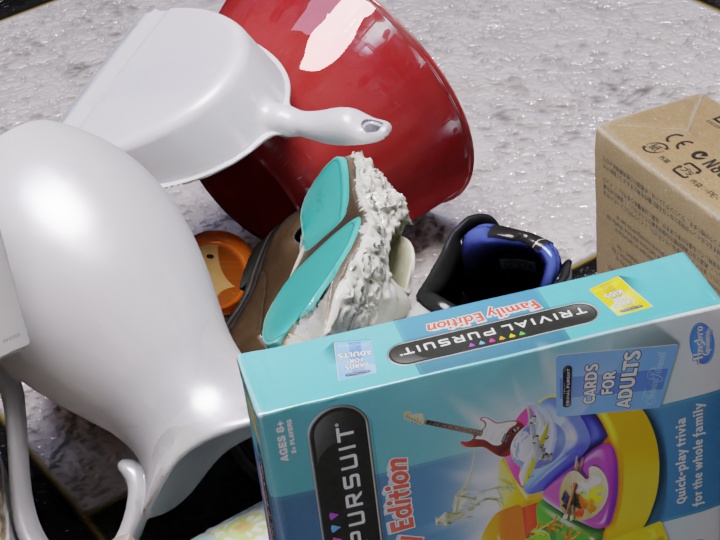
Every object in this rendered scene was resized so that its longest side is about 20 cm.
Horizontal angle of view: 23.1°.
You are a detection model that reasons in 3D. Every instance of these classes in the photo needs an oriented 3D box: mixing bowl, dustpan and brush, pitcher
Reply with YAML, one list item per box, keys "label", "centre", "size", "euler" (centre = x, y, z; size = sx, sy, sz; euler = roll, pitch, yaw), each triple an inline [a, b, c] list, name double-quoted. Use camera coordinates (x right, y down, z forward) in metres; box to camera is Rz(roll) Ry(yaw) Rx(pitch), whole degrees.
- label: "mixing bowl"
  centre: [-0.039, -0.085, 1.111]
  size: [0.200, 0.201, 0.108]
  euler: [23, 60, 39]
- label: "dustpan and brush"
  centre: [-0.072, -0.092, 0.996]
  size: [0.199, 0.057, 0.140]
  euler: [1, 48, 39]
- label: "pitcher"
  centre: [-0.143, 0.040, 0.891]
  size: [0.171, 0.121, 0.200]
  euler: [-41, 79, 0]

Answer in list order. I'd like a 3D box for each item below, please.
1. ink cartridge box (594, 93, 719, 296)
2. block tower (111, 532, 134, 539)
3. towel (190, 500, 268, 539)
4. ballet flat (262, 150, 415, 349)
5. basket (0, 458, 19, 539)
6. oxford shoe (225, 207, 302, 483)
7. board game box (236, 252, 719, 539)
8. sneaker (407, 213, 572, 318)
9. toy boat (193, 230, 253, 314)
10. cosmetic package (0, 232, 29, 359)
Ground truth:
- label: "ink cartridge box"
  centre: [0.200, 0.026, 0.889]
  size: [0.075, 0.165, 0.200]
  euler: [-19, 35, -19]
- label: "block tower"
  centre: [-0.176, 0.178, 0.736]
  size: [0.199, 0.054, 0.058]
  euler: [-23, 20, 10]
- label: "towel"
  centre: [0.028, 0.156, 0.847]
  size: [0.171, 0.048, 0.200]
  euler: [-22, 35, -24]
- label: "ballet flat"
  centre: [0.000, 0.000, 0.891]
  size: [0.071, 0.072, 0.200]
  euler: [-4, 27, 8]
- label: "basket"
  centre: [-0.247, 0.108, 0.867]
  size: [0.135, 0.124, 0.200]
  euler: [-15, 17, -9]
- label: "oxford shoe"
  centre: [-0.033, 0.031, 0.972]
  size: [0.072, 0.084, 0.201]
  euler: [27, 43, -22]
- label: "board game box"
  centre: [0.057, 0.088, 0.763]
  size: [0.199, 0.152, 0.047]
  euler: [-13, 33, -9]
- label: "sneaker"
  centre: [0.082, 0.035, 0.885]
  size: [0.080, 0.116, 0.199]
  euler: [31, 17, 31]
- label: "toy boat"
  centre: [-0.126, -0.001, 1.052]
  size: [0.130, 0.131, 0.200]
  euler: [4, 34, 0]
- label: "cosmetic package"
  centre: [-0.251, -0.009, 0.852]
  size: [0.085, 0.108, 0.200]
  euler: [-24, 18, -35]
